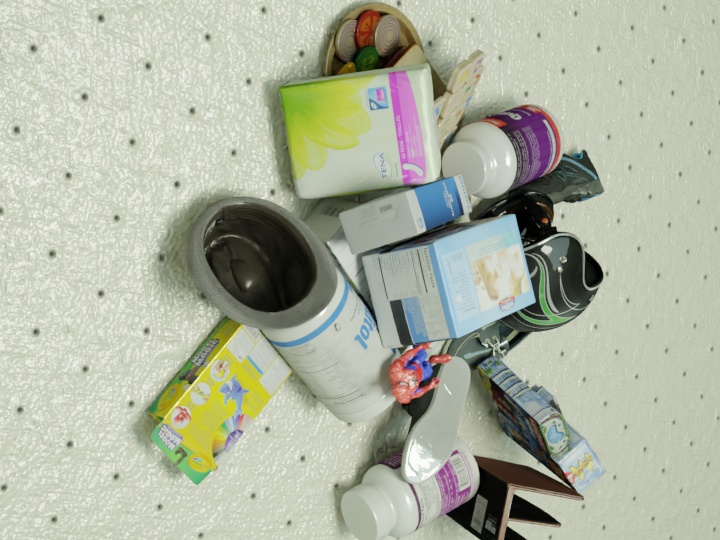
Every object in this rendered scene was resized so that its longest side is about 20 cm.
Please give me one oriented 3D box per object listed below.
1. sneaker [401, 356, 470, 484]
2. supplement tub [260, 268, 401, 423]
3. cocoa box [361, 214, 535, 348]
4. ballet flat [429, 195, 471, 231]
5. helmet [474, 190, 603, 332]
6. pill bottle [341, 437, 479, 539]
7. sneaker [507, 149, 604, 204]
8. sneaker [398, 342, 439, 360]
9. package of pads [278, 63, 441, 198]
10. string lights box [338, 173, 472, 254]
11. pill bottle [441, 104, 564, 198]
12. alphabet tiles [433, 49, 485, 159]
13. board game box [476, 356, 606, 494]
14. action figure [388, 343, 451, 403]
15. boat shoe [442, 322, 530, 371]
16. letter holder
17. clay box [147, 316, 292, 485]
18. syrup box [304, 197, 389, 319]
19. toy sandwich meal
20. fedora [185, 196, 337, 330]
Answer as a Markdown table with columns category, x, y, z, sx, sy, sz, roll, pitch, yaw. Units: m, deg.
| category | x | y | z | sx | sy | sz | roll | pitch | yaw |
| --- | --- | --- | --- | --- | --- | --- | --- | --- | --- |
| sneaker | 0.094 | 0.225 | 1.796 | 0.070 | 0.099 | 0.201 | 31 | 65 | -18 |
| supplement tub | -0.037 | 0.096 | 1.649 | 0.132 | 0.131 | 0.200 | -52 | 127 | -20 |
| cocoa box | 0.123 | 0.013 | 1.656 | 0.199 | 0.131 | 0.135 | -19 | 96 | -48 |
| ballet flat | 0.128 | -0.024 | 1.803 | 0.067 | 0.075 | 0.202 | 5 | 95 | -42 |
| helmet | 0.262 | -0.001 | 1.845 | 0.200 | 0.199 | 0.192 | -43 | 129 | -26 |
| pill bottle | 0.072 | 0.325 | 1.801 | 0.199 | 0.112 | 0.113 | -21 | 112 | -36 |
| sneaker | 0.301 | -0.141 | 1.945 | 0.199 | 0.073 | 0.083 | -13 | 85 | -40 |
| sneaker | 0.052 | 0.146 | 1.776 | 0.200 | 0.070 | 0.081 | -43 | 130 | -25 |
| package of pads | 0.002 | -0.179 | 1.599 | 0.068 | 0.198 | 0.156 | -71 | 154 | -71 |
| string lights box | 0.064 | -0.078 | 1.626 | 0.200 | 0.102 | 0.059 | -23 | 96 | -62 |
| pill bottle | 0.207 | -0.173 | 1.797 | 0.199 | 0.112 | 0.113 | -25 | 114 | -47 |
| alphabet tiles | 0.122 | -0.210 | 1.716 | 0.196 | 0.015 | 0.201 | -44 | 159 | -54 |
| board game box | 0.282 | 0.239 | 1.872 | 0.062 | 0.200 | 0.201 | -39 | 139 | -11 |
| action figure | 0.080 | 0.132 | 1.663 | 0.200 | 0.051 | 0.066 | -37 | 117 | -63 |
| boat shoe | 0.207 | 0.105 | 1.904 | 0.199 | 0.062 | 0.073 | -33 | 118 | -32 |
| letter holder | 0.236 | 0.359 | 1.865 | 0.141 | 0.200 | 0.101 | 11 | 92 | -19 |
| clay box | -0.189 | 0.166 | 1.587 | 0.200 | 0.047 | 0.115 | -50 | 126 | -20 |
| syrup box | 0.000 | 0.000 | 1.695 | 0.082 | 0.078 | 0.200 | -50 | 126 | -22 |
| toy sandwich meal | 0.037 | -0.266 | 1.678 | 0.204 | 0.070 | 0.207 | -10 | 105 | -39 |
| fedora | -0.133 | 0.006 | 1.538 | 0.200 | 0.090 | 0.177 | 43 | 57 | 8 |
